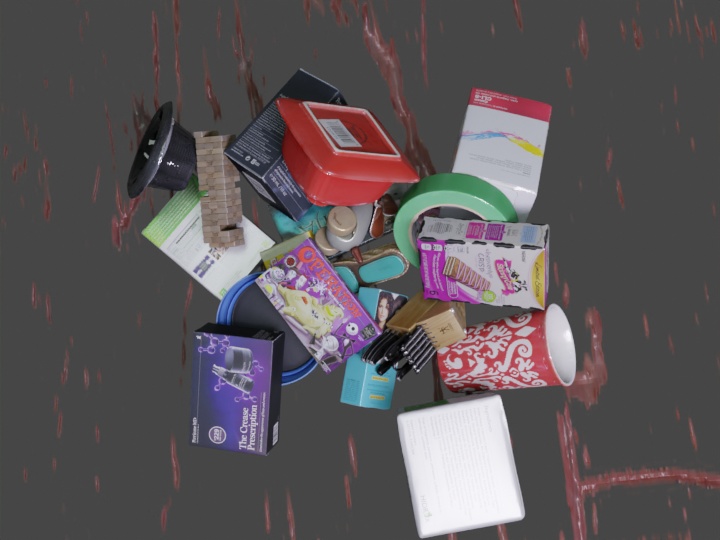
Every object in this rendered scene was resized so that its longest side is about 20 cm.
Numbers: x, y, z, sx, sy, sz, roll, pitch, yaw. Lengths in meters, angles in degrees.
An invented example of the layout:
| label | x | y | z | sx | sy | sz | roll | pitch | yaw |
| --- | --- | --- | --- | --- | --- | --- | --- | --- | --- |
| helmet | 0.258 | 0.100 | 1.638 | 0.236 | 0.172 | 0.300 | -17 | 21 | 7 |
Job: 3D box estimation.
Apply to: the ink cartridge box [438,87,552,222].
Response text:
| label | x | y | z | sx | sy | sz | roll | pitch | yaw |
| --- | --- | --- | --- | --- | --- | --- | --- | --- | --- |
| ink cartridge box | 0.226 | -0.176 | 1.579 | 0.145 | 0.145 | 0.200 | 14 | 56 | 3 |

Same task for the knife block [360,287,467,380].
| label | x | y | z | sx | sy | sz | roll | pitch | yaw |
| --- | --- | --- | --- | --- | --- | --- | --- | --- | --- |
| knife block | 0.088 | 0.097 | 1.584 | 0.175 | 0.200 | 0.064 | -23 | 116 | 17 |

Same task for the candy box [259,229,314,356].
| label | x | y | z | sx | sy | sz | roll | pitch | yaw |
| --- | --- | --- | --- | --- | --- | --- | --- | --- | --- |
| candy box | -0.089 | 0.040 | 1.627 | 0.102 | 0.026 | 0.200 | -23 | 93 | 22 |

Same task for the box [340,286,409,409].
| label | x | y | z | sx | sy | sz | roll | pitch | yaw |
| --- | --- | --- | --- | --- | --- | --- | --- | --- | --- |
| box | 0.026 | 0.134 | 1.608 | 0.049 | 0.082 | 0.200 | 5 | 83 | 43 |

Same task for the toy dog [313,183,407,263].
| label | x | y | z | sx | sy | sz | roll | pitch | yaw |
| --- | --- | --- | --- | --- | --- | --- | --- | --- | --- |
| toy dog | 0.017 | -0.082 | 1.588 | 0.200 | 0.132 | 0.096 | -39 | 82 | -8 |

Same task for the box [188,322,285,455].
| label | x | y | z | sx | sy | sz | roll | pitch | yaw |
| --- | --- | --- | --- | --- | --- | --- | --- | --- | --- |
| box | -0.210 | 0.199 | 1.585 | 0.141 | 0.079 | 0.200 | 6 | 100 | 12 |

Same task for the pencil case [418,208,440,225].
| label | x | y | z | sx | sy | sz | roll | pitch | yaw |
| --- | --- | --- | --- | --- | --- | --- | --- | --- | --- |
| pencil case | 0.171 | -0.054 | 1.630 | 0.200 | 0.087 | 0.087 | 18 | 84 | 2 |

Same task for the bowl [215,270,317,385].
| label | x | y | z | sx | sy | sz | roll | pitch | yaw |
| --- | --- | --- | --- | --- | --- | --- | --- | --- | --- |
| bowl | -0.150 | 0.098 | 1.617 | 0.200 | 0.039 | 0.201 | 2 | 100 | 13 |

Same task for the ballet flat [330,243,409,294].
| label | x | y | z | sx | sy | sz | roll | pitch | yaw |
| --- | --- | --- | --- | --- | --- | --- | --- | --- | --- |
| ballet flat | 0.000 | 0.000 | 1.636 | 0.200 | 0.065 | 0.071 | -13 | 112 | 24 |

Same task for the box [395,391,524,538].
| label | x | y | z | sx | sy | sz | roll | pitch | yaw |
| --- | --- | --- | --- | --- | --- | --- | --- | --- | --- |
| box | 0.156 | 0.310 | 1.529 | 0.171 | 0.199 | 0.200 | -10 | 83 | 1 |

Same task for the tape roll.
| label | x | y | z | sx | sy | sz | roll | pitch | yaw |
| --- | --- | --- | --- | --- | --- | --- | --- | --- | --- |
| tape roll | 0.155 | -0.066 | 1.525 | 0.200 | 0.200 | 0.048 | 16 | 48 | 4 |

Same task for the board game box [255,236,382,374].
| label | x | y | z | sx | sy | sz | roll | pitch | yaw |
| --- | --- | --- | --- | --- | --- | --- | --- | --- | --- |
| board game box | -0.069 | 0.059 | 1.558 | 0.120 | 0.032 | 0.200 | -38 | 90 | 8 |

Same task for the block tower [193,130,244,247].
| label | x | y | z | sx | sy | sz | roll | pitch | yaw |
| --- | --- | --- | --- | --- | --- | --- | --- | --- | --- |
| block tower | -0.240 | -0.140 | 1.604 | 0.058 | 0.054 | 0.200 | -2 | 99 | 22 |

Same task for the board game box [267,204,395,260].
| label | x | y | z | sx | sy | sz | roll | pitch | yaw |
| --- | --- | --- | --- | --- | --- | --- | --- | --- | --- |
| board game box | -0.049 | -0.094 | 1.672 | 0.200 | 0.028 | 0.135 | -25 | 82 | -1 |

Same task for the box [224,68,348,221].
| label | x | y | z | sx | sy | sz | roll | pitch | yaw |
| --- | --- | --- | --- | --- | --- | --- | --- | --- | --- |
| box | -0.107 | -0.213 | 1.607 | 0.107 | 0.148 | 0.200 | 34 | 80 | 33 |

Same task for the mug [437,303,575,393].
| label | x | y | z | sx | sy | sz | roll | pitch | yaw |
| --- | --- | --- | --- | --- | --- | --- | --- | --- | --- |
| mug | 0.248 | 0.155 | 1.564 | 0.200 | 0.133 | 0.178 | -13 | 123 | 28 |

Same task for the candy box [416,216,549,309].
| label | x | y | z | sx | sy | sz | roll | pitch | yaw |
| --- | --- | --- | --- | --- | --- | --- | --- | --- | --- |
| candy box | 0.196 | -0.011 | 1.486 | 0.200 | 0.136 | 0.061 | 4 | 44 | 16 |

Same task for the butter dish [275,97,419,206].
| label | x | y | z | sx | sy | sz | roll | pitch | yaw |
| --- | --- | --- | --- | --- | --- | --- | --- | --- | --- |
| butter dish | -0.042 | -0.166 | 1.489 | 0.200 | 0.199 | 0.148 | 58 | 132 | 35 |

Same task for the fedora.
| label | x | y | z | sx | sy | sz | roll | pitch | yaw |
| --- | --- | --- | --- | --- | --- | --- | --- | --- | --- |
| fedora | -0.333 | -0.196 | 1.633 | 0.092 | 0.201 | 0.201 | 23 | 84 | -22 |

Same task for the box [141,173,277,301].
| label | x | y | z | sx | sy | sz | roll | pitch | yaw |
| --- | --- | --- | --- | --- | --- | --- | --- | --- | --- |
| box | -0.269 | -0.057 | 1.673 | 0.200 | 0.036 | 0.144 | 40 | 86 | 5 |
